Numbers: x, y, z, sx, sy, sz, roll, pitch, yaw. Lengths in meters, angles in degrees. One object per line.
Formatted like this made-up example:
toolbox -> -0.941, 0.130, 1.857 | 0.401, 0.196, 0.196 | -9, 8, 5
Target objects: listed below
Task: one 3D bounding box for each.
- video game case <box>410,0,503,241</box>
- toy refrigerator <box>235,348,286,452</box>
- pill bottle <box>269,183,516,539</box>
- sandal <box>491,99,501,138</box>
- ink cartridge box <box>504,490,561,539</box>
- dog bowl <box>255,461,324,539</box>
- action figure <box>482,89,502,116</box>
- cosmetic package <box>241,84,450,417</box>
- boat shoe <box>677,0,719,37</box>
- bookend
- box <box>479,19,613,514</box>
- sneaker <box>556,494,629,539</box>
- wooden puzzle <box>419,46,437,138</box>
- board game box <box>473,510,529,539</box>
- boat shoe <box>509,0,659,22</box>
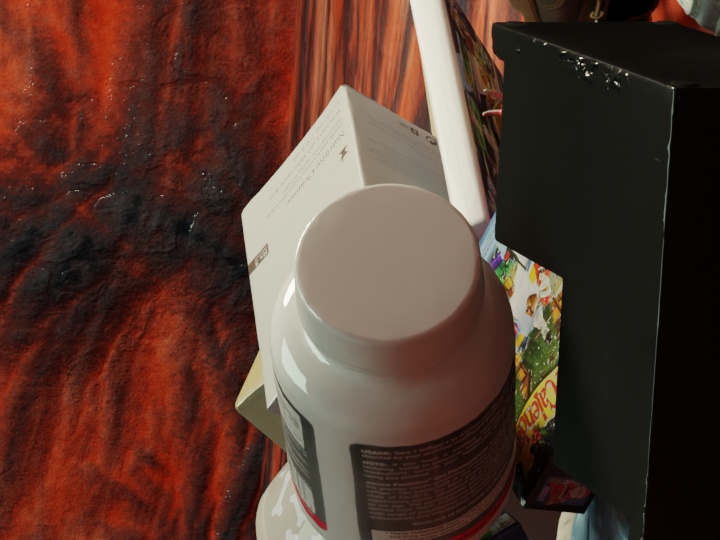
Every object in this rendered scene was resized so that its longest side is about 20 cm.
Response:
video game case -> 0.083, -0.052, 1.664 | 0.182, 0.023, 0.200 | 53, -159, -48
toy refrigerator -> -0.008, 0.035, 1.746 | 0.070, 0.076, 0.200 | -40, 17, 34
pill bottle -> 0.016, 0.047, 1.294 | 0.200, 0.111, 0.111 | 85, -178, -59
sandal -> 0.111, -0.094, 1.633 | 0.212, 0.070, 0.078 | 129, 142, -80
ink cartridge box -> 0.080, 0.118, 1.603 | 0.200, 0.084, 0.146 | -104, -8, -61
dog bowl -> 0.038, 0.159, 1.744 | 0.200, 0.200, 0.059 | -99, 25, -55
action figure -> 0.113, -0.040, 1.487 | 0.065, 0.099, 0.200 | -50, -25, -51
cosmetic package -> 0.000, 0.000, 1.600 | 0.113, 0.081, 0.200 | -51, 24, 23
boat shoe -> 0.149, -0.184, 1.338 | 0.074, 0.065, 0.202 | 98, 170, -48
bookend -> 0.128, 0.003, 1.214 | 0.199, 0.092, 0.200 | -148, 59, -68
box -> 0.111, -0.001, 1.374 | 0.200, 0.038, 0.137 | -64, 33, 30
sneaker -> 0.145, 0.075, 1.410 | 0.090, 0.078, 0.200 | -39, 50, 56
wooden puzzle -> 0.088, -0.030, 1.761 | 0.185, 0.037, 0.200 | -96, -16, -48
board game box -> 0.086, 0.198, 1.445 | 0.200, 0.034, 0.135 | 62, 169, -20
boat shoe -> 0.118, -0.140, 1.448 | 0.200, 0.070, 0.070 | 47, -130, -75
